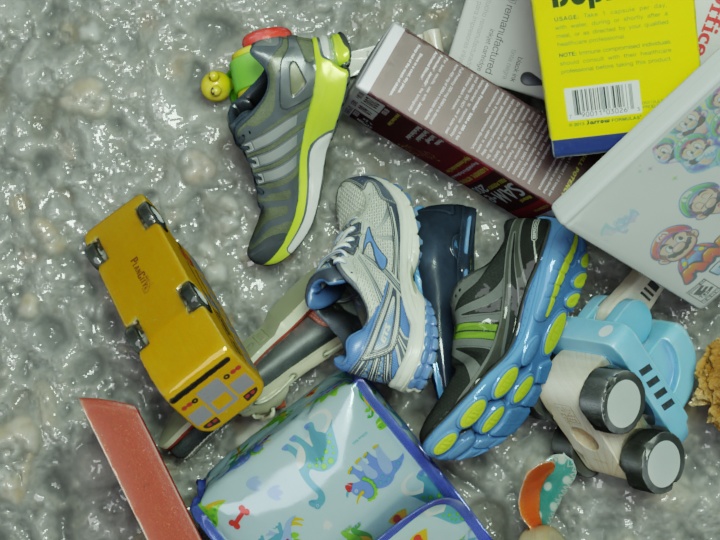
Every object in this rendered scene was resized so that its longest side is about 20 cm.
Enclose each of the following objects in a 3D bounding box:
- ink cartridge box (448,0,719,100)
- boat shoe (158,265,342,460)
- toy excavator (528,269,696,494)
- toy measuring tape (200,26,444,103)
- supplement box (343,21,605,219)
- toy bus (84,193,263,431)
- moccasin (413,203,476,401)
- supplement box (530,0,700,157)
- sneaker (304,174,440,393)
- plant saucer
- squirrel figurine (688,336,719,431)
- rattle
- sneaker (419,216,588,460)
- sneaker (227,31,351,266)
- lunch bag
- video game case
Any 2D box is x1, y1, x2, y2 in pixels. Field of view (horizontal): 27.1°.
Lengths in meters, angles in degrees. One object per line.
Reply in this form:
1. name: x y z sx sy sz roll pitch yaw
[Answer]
1. ink cartridge box: 0.182 -0.200 1.134 0.199 0.084 0.145 17 121 1
2. boat shoe: -0.076 0.083 1.191 0.200 0.071 0.063 -44 110 -1
3. toy excavator: 0.207 0.040 1.145 0.200 0.100 0.195 -48 118 -25
4. toy measuring tape: -0.033 -0.167 1.195 0.199 0.074 0.074 -11 87 5
5. supplement box: 0.087 -0.104 1.141 0.200 0.109 0.061 30 83 -5
6. toy bus: -0.149 0.028 1.166 0.065 0.078 0.200 -38 46 3
7. moccasin: 0.082 0.043 1.171 0.068 0.080 0.201 -10 88 1
8. supplement box: 0.174 -0.194 1.027 0.109 0.109 0.201 -6 117 13
9. sneaker: 0.000 0.000 1.137 0.085 0.077 0.200 6 46 -23
10. plant saucer: -0.149 0.184 1.132 0.037 0.200 0.200 -27 86 -9
11. squirrel figurine: 0.342 0.050 1.105 0.200 0.142 0.187 -32 77 -17
12. rattle: 0.117 0.246 1.150 0.143 0.130 0.200 -12 107 44
13. sneaker: 0.099 0.050 1.111 0.083 0.071 0.200 21 81 41
14. sneaker: -0.068 -0.097 1.164 0.081 0.074 0.201 9 115 -13
15. lunch bag: -0.008 0.200 1.157 0.170 0.127 0.200 -37 97 1
16. video game case: 0.256 -0.070 1.022 0.200 0.182 0.024 -44 45 21
